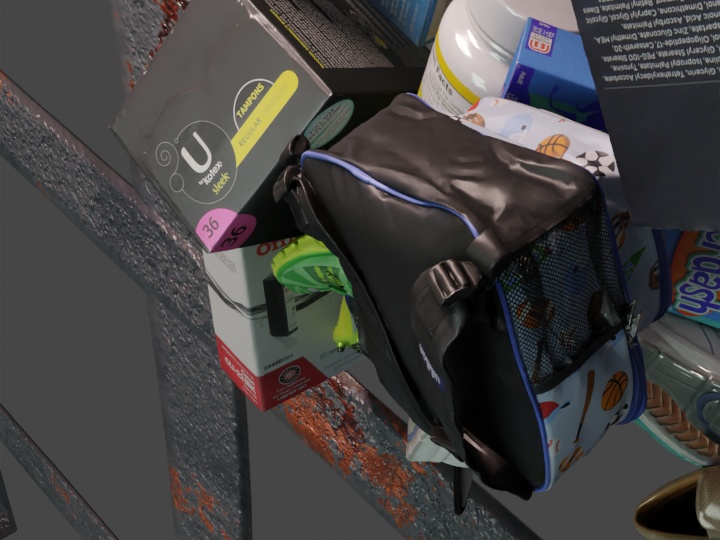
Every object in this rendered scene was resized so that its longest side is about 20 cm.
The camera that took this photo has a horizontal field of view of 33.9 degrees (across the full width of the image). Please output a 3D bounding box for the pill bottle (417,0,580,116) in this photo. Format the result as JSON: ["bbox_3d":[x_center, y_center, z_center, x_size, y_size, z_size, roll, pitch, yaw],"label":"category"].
[{"bbox_3d":[0.096,-0.115,0.771,0.114,0.114,0.201,47,147,20],"label":"pill bottle"}]

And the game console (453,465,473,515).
[{"bbox_3d":[0.057,0.065,0.982,0.175,0.116,0.201,32,139,37],"label":"game console"}]

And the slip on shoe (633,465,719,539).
[{"bbox_3d":[0.245,0.153,0.759,0.060,0.077,0.200,20,161,-8],"label":"slip on shoe"}]

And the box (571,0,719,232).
[{"bbox_3d":[0.197,-0.146,0.511,0.123,0.199,0.198,5,120,55],"label":"box"}]

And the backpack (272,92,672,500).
[{"bbox_3d":[0.068,0.012,0.619,0.200,0.153,0.192,38,148,54],"label":"backpack"}]

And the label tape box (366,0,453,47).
[{"bbox_3d":[0.009,-0.274,0.808,0.200,0.063,0.145,46,145,21],"label":"label tape box"}]

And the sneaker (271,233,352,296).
[{"bbox_3d":[0.000,0.000,0.833,0.200,0.074,0.084,-15,103,61],"label":"sneaker"}]

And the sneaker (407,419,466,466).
[{"bbox_3d":[0.097,0.076,0.798,0.086,0.075,0.200,17,147,-7],"label":"sneaker"}]

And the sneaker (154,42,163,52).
[{"bbox_3d":[-0.156,-0.137,1.119,0.075,0.115,0.202,25,135,43],"label":"sneaker"}]

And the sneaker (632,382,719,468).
[{"bbox_3d":[0.188,0.062,0.844,0.200,0.071,0.080,47,165,13],"label":"sneaker"}]

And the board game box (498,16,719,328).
[{"bbox_3d":[0.166,-0.049,0.695,0.198,0.045,0.153,18,141,1],"label":"board game box"}]

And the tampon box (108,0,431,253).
[{"bbox_3d":[-0.047,-0.117,0.853,0.126,0.199,0.150,49,119,15],"label":"tampon box"}]

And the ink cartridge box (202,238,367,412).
[{"bbox_3d":[-0.058,0.004,1.062,0.084,0.143,0.201,40,145,42],"label":"ink cartridge box"}]

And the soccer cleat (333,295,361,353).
[{"bbox_3d":[0.013,0.021,0.990,0.200,0.064,0.085,104,170,-72],"label":"soccer cleat"}]

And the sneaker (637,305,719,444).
[{"bbox_3d":[0.223,0.049,0.765,0.199,0.087,0.075,33,153,7],"label":"sneaker"}]
